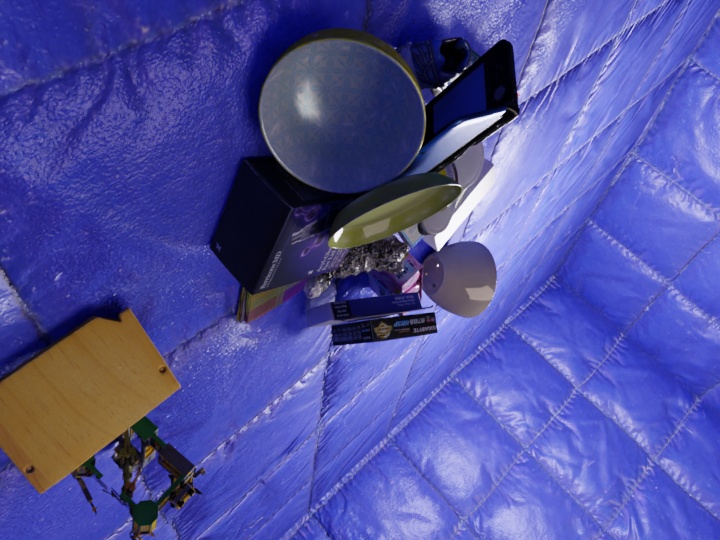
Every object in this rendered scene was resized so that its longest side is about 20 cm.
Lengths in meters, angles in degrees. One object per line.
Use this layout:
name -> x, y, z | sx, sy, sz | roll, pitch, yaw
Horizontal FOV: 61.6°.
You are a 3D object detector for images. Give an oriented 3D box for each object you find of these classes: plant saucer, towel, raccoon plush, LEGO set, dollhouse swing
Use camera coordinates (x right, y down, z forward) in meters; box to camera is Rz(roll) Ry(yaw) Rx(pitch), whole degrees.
plant saucer -> 0.042, -0.083, 0.816 | 0.195, 0.032, 0.200 | -22, 172, -3
towel -> -0.127, 0.004, 1.031 | 0.198, 0.023, 0.145 | -33, 153, -37
raccoon plush -> 0.000, 0.000, 1.053 | 0.203, 0.131, 0.097 | -61, 172, -27
LEGO set -> -0.350, 0.324, 0.940 | 0.155, 0.197, 0.117 | -55, 173, -45
dollhouse swing -> -0.369, 0.156, 0.801 | 0.199, 0.174, 0.185 | -37, 116, -24

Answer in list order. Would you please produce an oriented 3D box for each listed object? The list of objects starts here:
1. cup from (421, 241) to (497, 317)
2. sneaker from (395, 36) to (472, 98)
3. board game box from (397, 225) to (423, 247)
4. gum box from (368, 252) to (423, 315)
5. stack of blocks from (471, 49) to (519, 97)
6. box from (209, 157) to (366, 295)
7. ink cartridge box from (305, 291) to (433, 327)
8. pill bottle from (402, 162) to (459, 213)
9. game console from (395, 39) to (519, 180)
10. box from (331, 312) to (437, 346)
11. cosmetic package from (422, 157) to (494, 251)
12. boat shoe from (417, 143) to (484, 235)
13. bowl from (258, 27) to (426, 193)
cup -> 0.237, 0.018, 1.577 | 0.140, 0.202, 0.203 | 6, 128, -35
sneaker -> 0.134, -0.301, 0.894 | 0.084, 0.079, 0.198 | -13, -176, 37
board game box -> 0.128, -0.161, 1.150 | 0.200, 0.034, 0.135 | -47, 135, -5
gum box -> 0.075, 0.018, 1.324 | 0.066, 0.113, 0.201 | -40, 158, -14
stack of blocks -> 0.216, -0.311, 1.108 | 0.116, 0.058, 0.199 | -55, 158, 18
box -> -0.092, -0.071, 0.855 | 0.198, 0.104, 0.150 | -20, 146, -52
ink cartridge box -> 0.013, 0.074, 1.179 | 0.195, 0.042, 0.199 | -6, 174, -26
pill bottle -> 0.070, -0.137, 0.969 | 0.198, 0.109, 0.111 | -16, 144, -50
game console -> 0.103, -0.204, 0.810 | 0.116, 0.175, 0.199 | 14, 155, -30
box -> 0.047, 0.125, 1.282 | 0.155, 0.047, 0.199 | -4, 173, -28
cosmetic package -> 0.206, -0.143, 1.282 | 0.201, 0.050, 0.083 | -49, 156, -7
boat shoe -> 0.162, -0.155, 1.111 | 0.205, 0.071, 0.060 | -60, -172, -12
bowl -> -0.019, -0.207, 0.728 | 0.203, 0.194, 0.109 | 110, -11, -45
